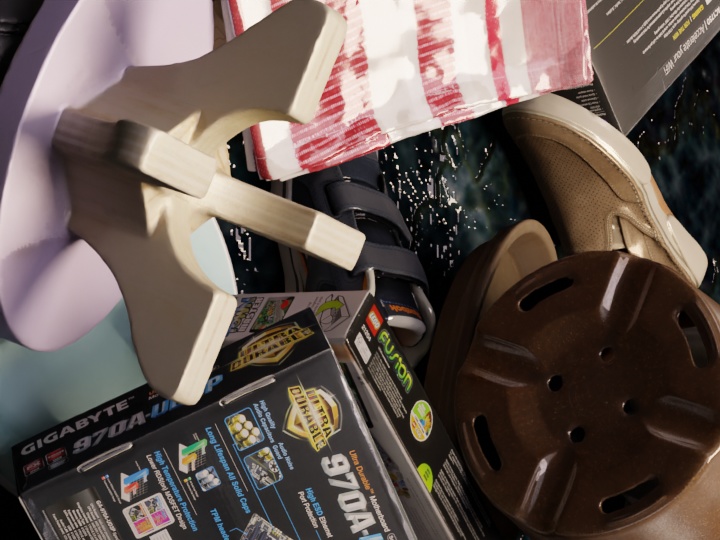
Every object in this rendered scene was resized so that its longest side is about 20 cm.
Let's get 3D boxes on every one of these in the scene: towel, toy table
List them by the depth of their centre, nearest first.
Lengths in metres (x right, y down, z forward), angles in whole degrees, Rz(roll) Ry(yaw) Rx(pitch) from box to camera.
[{"bbox_3d":[-0.087,-0.048,0.973,0.183,0.116,0.202,4,103,-58],"label":"toy table"},{"bbox_3d":[0.026,-0.136,1.071,0.199,0.023,0.145,-19,117,-21],"label":"towel"}]

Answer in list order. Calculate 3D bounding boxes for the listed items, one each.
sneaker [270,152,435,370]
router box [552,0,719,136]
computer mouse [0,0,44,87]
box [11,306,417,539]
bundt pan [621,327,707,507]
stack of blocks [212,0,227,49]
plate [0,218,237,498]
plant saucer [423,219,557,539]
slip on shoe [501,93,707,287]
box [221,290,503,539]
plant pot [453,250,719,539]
[{"bbox_3d":[0.000,0.000,1.173,0.078,0.079,0.202,11,74,-45],"label":"sneaker"},{"bbox_3d":[0.171,-0.196,1.405,0.200,0.051,0.150,-45,118,-41],"label":"router box"},{"bbox_3d":[-0.175,-0.079,0.974,0.199,0.046,0.142,15,63,-42],"label":"computer mouse"},{"bbox_3d":[-0.054,0.138,1.026,0.158,0.046,0.201,-25,118,-2],"label":"box"},{"bbox_3d":[0.235,0.113,1.391,0.201,0.075,0.204,-9,103,-45],"label":"bundt pan"},{"bbox_3d":[-0.093,-0.189,1.091,0.200,0.058,0.115,52,45,-19],"label":"stack of blocks"},{"bbox_3d":[-0.138,0.023,1.058,0.199,0.025,0.202,10,76,-45],"label":"plate"},{"bbox_3d":[0.075,0.070,1.226,0.200,0.029,0.202,9,90,-70],"label":"plant saucer"},{"bbox_3d":[0.148,-0.034,1.348,0.200,0.076,0.061,48,64,-39],"label":"slip on shoe"},{"bbox_3d":[-0.007,0.095,1.101,0.035,0.109,0.201,-60,136,-38],"label":"box"},{"bbox_3d":[0.154,0.090,1.161,0.198,0.199,0.202,39,56,-58],"label":"plant pot"}]
